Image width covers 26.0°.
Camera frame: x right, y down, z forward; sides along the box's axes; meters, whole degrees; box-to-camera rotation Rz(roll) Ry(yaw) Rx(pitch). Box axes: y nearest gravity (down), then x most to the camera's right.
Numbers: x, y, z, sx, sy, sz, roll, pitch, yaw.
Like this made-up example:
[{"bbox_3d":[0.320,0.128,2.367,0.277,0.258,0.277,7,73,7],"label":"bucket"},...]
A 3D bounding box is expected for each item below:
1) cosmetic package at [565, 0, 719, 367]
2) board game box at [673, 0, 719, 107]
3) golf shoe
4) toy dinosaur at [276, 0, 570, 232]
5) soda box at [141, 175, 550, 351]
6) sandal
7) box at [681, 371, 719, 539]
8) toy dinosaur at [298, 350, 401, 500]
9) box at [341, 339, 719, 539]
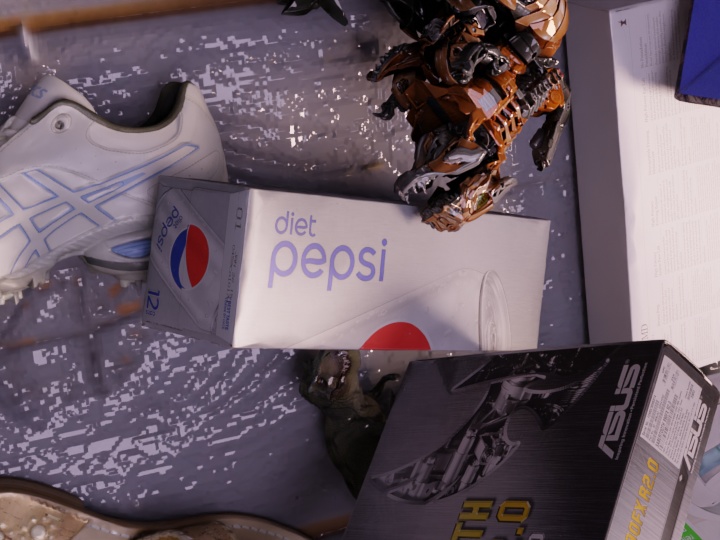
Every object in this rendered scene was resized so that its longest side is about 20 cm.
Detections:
[{"bbox_3d":[0.157,-0.047,0.809,0.082,0.051,0.201,-15,112,-22],"label":"cosmetic package"},{"bbox_3d":[0.266,-0.147,0.763,0.200,0.097,0.160,3,100,-39],"label":"board game box"},{"bbox_3d":[-0.151,-0.035,0.677,0.200,0.078,0.098,-11,105,-30],"label":"golf shoe"},{"bbox_3d":[0.046,-0.118,0.710,0.136,0.200,0.102,31,133,-22],"label":"toy dinosaur"},{"bbox_3d":[0.000,0.000,0.709,0.200,0.063,0.068,4,94,-46],"label":"soda box"},{"bbox_3d":[-0.095,0.158,0.757,0.211,0.070,0.078,19,98,-27],"label":"sandal"},{"bbox_3d":[0.187,0.150,0.786,0.200,0.177,0.097,-10,131,-32],"label":"box"},{"bbox_3d":[0.028,0.103,0.810,0.088,0.047,0.200,-24,119,-11],"label":"toy dinosaur"},{"bbox_3d":[0.058,0.130,0.680,0.048,0.158,0.200,40,60,-32],"label":"box"}]
